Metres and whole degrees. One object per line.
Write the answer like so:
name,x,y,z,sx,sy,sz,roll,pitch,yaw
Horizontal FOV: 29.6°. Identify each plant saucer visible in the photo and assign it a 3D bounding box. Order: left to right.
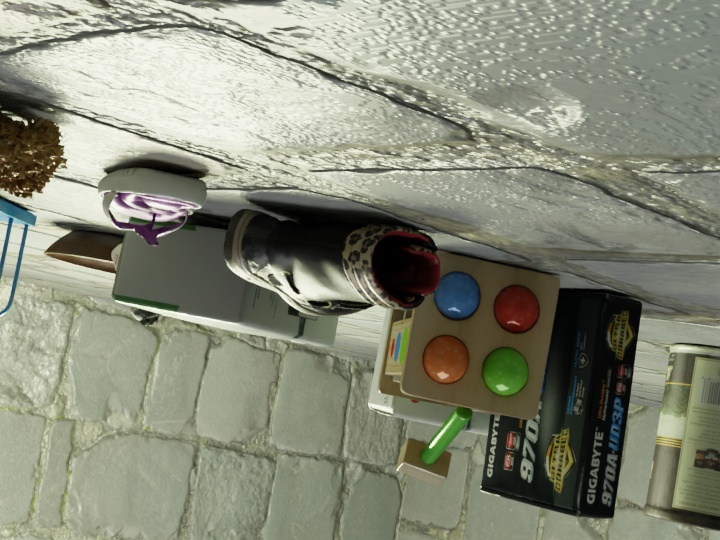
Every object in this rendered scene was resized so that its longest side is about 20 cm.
plant saucer,-0.281,-0.016,1.645,0.198,0.037,0.200,11,175,1

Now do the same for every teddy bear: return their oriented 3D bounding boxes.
teddy bear,-0.258,-0.087,0.858,0.144,0.068,0.200,18,-176,24

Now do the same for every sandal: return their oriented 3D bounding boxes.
sandal,-0.169,-0.046,1.073,0.081,0.051,0.203,12,174,-11

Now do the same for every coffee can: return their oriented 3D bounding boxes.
coffee can,0.419,0.199,1.594,0.144,0.203,0.146,11,174,1

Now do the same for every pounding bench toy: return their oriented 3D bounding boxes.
pounding bench toy,0.089,0.097,1.225,0.123,0.203,0.156,11,175,-7

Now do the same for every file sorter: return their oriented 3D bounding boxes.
file sorter,-0.449,-0.027,1.425,0.137,0.124,0.200,10,175,8

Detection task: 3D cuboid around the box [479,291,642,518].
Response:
box,0.187,0.122,1.287,0.046,0.203,0.158,11,176,-29

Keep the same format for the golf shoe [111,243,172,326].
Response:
golf shoe,-0.180,-0.003,1.484,0.199,0.077,0.088,-7,-126,-53

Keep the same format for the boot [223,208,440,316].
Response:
boot,0.000,0.000,1.128,0.149,0.074,0.199,6,167,37

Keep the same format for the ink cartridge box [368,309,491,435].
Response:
ink cartridge box,0.119,0.091,1.396,0.198,0.149,0.083,14,175,-19

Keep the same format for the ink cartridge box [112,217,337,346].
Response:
ink cartridge box,-0.121,0.014,1.322,0.145,0.084,0.200,9,174,24
